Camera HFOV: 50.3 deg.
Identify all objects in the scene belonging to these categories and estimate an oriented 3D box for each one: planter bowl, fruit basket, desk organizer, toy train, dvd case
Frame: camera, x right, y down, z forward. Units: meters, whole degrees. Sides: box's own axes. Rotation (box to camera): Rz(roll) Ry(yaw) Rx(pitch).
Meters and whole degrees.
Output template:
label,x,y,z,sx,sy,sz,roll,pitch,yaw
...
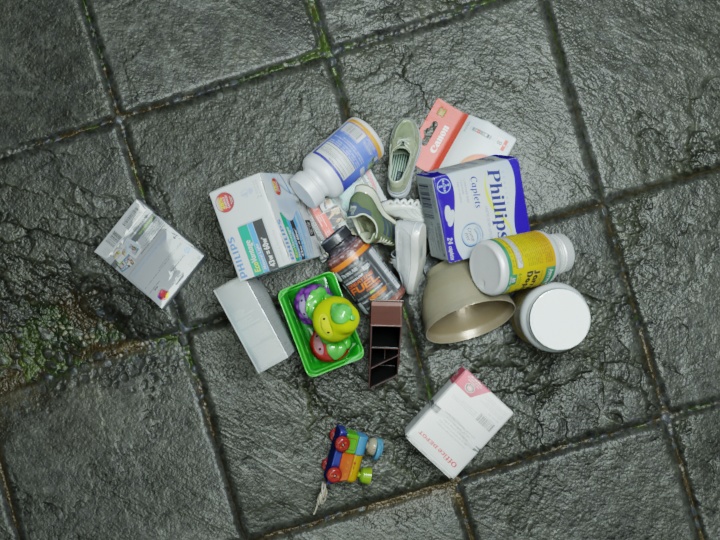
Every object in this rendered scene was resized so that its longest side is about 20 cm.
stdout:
label,x,y,z,sx,sy,sz,roll,pitch,yaw
planter bowl,0.217,0.054,1.648,0.199,0.200,0.135,-17,63,1
fruit basket,-0.076,0.113,1.637,0.155,0.216,0.217,-21,91,1
desk organizer,0.052,0.162,1.643,0.071,0.077,0.201,2,130,1
toy train,-0.027,0.455,1.708,0.115,0.085,0.201,14,91,-12
dvd case,-0.037,-0.130,1.720,0.199,0.022,0.147,-30,91,2

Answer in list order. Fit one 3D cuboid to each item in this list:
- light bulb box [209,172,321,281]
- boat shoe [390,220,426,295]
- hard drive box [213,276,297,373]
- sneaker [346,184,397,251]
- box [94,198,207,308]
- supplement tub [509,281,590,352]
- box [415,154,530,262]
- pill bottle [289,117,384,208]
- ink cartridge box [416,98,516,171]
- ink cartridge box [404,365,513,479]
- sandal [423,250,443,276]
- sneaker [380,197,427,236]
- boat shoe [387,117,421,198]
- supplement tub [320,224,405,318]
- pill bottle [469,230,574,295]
label,x,y,z,sx,sy,sz,roll,pitch,yaw
light bulb box,-0.196,-0.096,1.624,0.124,0.200,0.199,-19,91,16
boat shoe,0.099,-0.028,1.654,0.068,0.201,0.072,17,54,17
hard drive box,-0.223,0.108,1.662,0.076,0.156,0.201,-28,90,3
sneaker,0.032,-0.086,1.645,0.200,0.067,0.090,51,48,-36
box,-0.469,-0.038,1.721,0.200,0.041,0.156,39,92,1
supplement tub,0.400,0.096,1.625,0.144,0.200,0.147,0,91,1
box,0.239,-0.134,1.617,0.199,0.105,0.185,-16,103,-14
pill bottle,-0.054,-0.227,1.649,0.200,0.112,0.112,-44,90,-15
ink cartridge box,0.222,-0.269,1.698,0.199,0.050,0.163,30,91,-3
ink cartridge box,0.214,0.334,1.692,0.146,0.085,0.200,43,90,0
sandal,0.229,-0.044,1.702,0.199,0.048,0.076,-26,91,1
sneaker,0.131,-0.114,1.682,0.199,0.075,0.082,8,91,-5
boat shoe,0.095,-0.254,1.660,0.071,0.062,0.201,4,65,5
supplement tub,0.000,0.000,1.669,0.107,0.107,0.200,-39,97,2
pill bottle,0.331,-0.020,1.551,0.199,0.113,0.114,-11,91,-28
